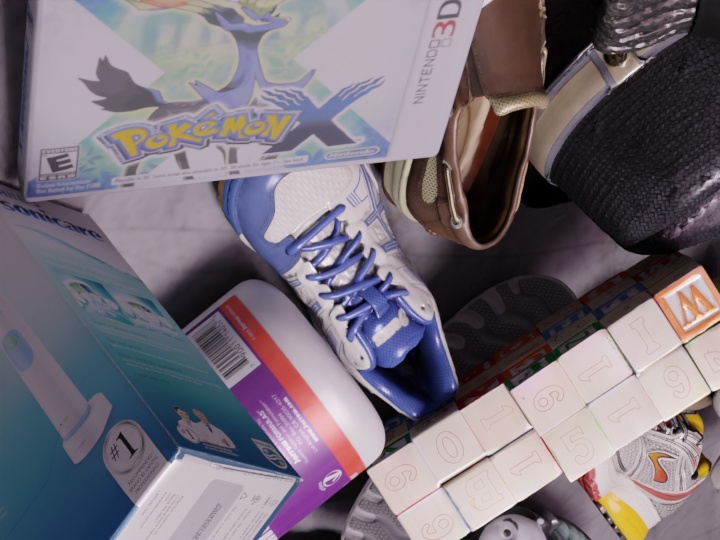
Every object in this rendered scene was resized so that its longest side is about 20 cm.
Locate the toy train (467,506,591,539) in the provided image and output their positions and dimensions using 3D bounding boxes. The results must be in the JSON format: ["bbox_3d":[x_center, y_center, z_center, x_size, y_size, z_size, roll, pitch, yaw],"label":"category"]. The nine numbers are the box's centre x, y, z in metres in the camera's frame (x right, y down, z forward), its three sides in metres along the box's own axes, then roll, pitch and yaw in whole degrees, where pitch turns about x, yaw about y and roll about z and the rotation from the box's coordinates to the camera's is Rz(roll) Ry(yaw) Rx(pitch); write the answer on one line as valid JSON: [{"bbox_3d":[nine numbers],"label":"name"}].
[{"bbox_3d":[0.089,0.193,1.515,0.114,0.085,0.200,-47,159,0],"label":"toy train"}]

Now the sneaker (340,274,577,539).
[{"bbox_3d":[0.054,0.085,1.432,0.200,0.075,0.082,-55,176,8],"label":"sneaker"}]

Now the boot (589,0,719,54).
[{"bbox_3d":[0.185,-0.116,1.198,0.157,0.080,0.212,-16,132,-1],"label":"boot"}]

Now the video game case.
[{"bbox_3d":[-0.046,-0.097,1.105,0.199,0.022,0.183,-7,149,-14],"label":"video game case"}]

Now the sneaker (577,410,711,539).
[{"bbox_3d":[0.154,0.092,1.504,0.082,0.078,0.200,-37,152,1],"label":"sneaker"}]

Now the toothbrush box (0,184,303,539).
[{"bbox_3d":[-0.142,0.078,1.126,0.085,0.200,0.147,19,111,-50],"label":"toothbrush box"}]

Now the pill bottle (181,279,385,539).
[{"bbox_3d":[-0.093,0.104,1.265,0.200,0.113,0.113,-39,142,-5],"label":"pill bottle"}]

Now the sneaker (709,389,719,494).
[{"bbox_3d":[0.253,0.101,1.491,0.070,0.080,0.201,-34,151,-11],"label":"sneaker"}]

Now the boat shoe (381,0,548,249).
[{"bbox_3d":[0.067,-0.102,1.233,0.074,0.075,0.203,-16,131,-31],"label":"boat shoe"}]

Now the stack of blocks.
[{"bbox_3d":[0.099,0.068,1.326,0.199,0.059,0.115,-32,-174,2],"label":"stack of blocks"}]

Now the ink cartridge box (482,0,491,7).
[{"bbox_3d":[0.049,-0.183,1.094,0.200,0.068,0.116,-35,145,28],"label":"ink cartridge box"}]

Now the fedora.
[{"bbox_3d":[0.174,-0.074,1.311,0.200,0.092,0.201,-28,158,-12],"label":"fedora"}]

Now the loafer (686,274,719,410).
[{"bbox_3d":[0.207,0.035,1.503,0.200,0.076,0.068,1,125,-54],"label":"loafer"}]

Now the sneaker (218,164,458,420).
[{"bbox_3d":[0.000,0.000,1.269,0.075,0.088,0.200,-39,141,-1],"label":"sneaker"}]
